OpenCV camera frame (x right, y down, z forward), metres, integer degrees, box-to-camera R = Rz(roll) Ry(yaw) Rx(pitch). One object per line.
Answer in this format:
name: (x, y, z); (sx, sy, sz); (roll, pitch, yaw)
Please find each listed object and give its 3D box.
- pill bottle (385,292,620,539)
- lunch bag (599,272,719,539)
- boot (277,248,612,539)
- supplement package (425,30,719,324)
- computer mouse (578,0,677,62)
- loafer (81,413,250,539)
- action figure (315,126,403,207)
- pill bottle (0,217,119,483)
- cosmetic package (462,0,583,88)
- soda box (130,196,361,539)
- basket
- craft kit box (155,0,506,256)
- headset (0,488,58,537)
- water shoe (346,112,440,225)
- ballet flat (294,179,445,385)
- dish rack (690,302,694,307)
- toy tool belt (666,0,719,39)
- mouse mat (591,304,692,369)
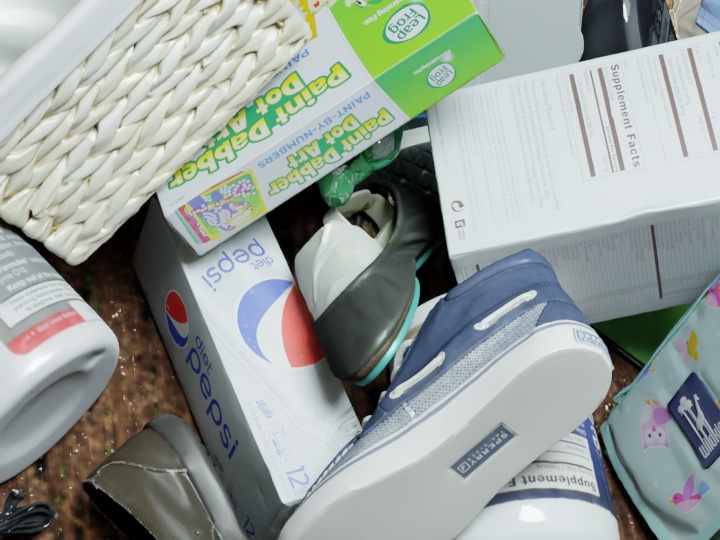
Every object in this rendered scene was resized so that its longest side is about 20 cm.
pill bottle: (0.079, 0.119, 0.993); (0.110, 0.111, 0.202); (3, 56, -19)
lunch bag: (0.249, 0.098, 1.034); (0.199, 0.171, 0.122); (35, 44, 5)
boot: (0.034, 0.078, 0.937); (0.073, 0.199, 0.091); (47, 12, -36)
supplement package: (0.147, -0.047, 1.042); (0.198, 0.114, 0.110); (-12, 59, 6)
computer mouse: (0.176, -0.106, 1.162); (0.052, 0.201, 0.139); (-5, 46, 25)
loafer: (-0.081, 0.170, 0.931); (0.071, 0.073, 0.201); (-22, 60, -23)
action figure: (-0.013, -0.114, 1.069); (0.117, 0.055, 0.201); (-6, 49, 4)
pill bottle: (-0.230, 0.007, 0.952); (0.200, 0.114, 0.114); (45, 53, 13)
cosmetic package: (0.092, -0.186, 1.167); (0.089, 0.108, 0.201); (1, 31, 2)
soda box: (-0.061, 0.051, 1.015); (0.063, 0.068, 0.201); (-11, 61, -27)
basket: (-0.143, -0.122, 0.964); (0.200, 0.123, 0.136); (-43, 45, 1)
craft kit box: (-0.043, -0.133, 1.027); (0.199, 0.049, 0.198); (-33, 49, 7)
headset: (-0.122, 0.178, 0.883); (0.199, 0.124, 0.094); (33, 24, 26)
water shoe: (0.057, -0.076, 1.162); (0.198, 0.072, 0.079); (-17, 33, -25)
ballet flat: (0.000, 0.000, 1.018); (0.068, 0.068, 0.200); (40, 22, -5)
dish rack: (0.271, -0.005, 1.148); (0.199, 0.054, 0.155); (33, 47, -31)
toy tool belt: (0.295, -0.173, 1.271); (0.198, 0.123, 0.126); (15, 53, -11)
mouse mat: (0.206, -0.013, 1.200); (0.160, 0.008, 0.200); (36, 53, 6)
